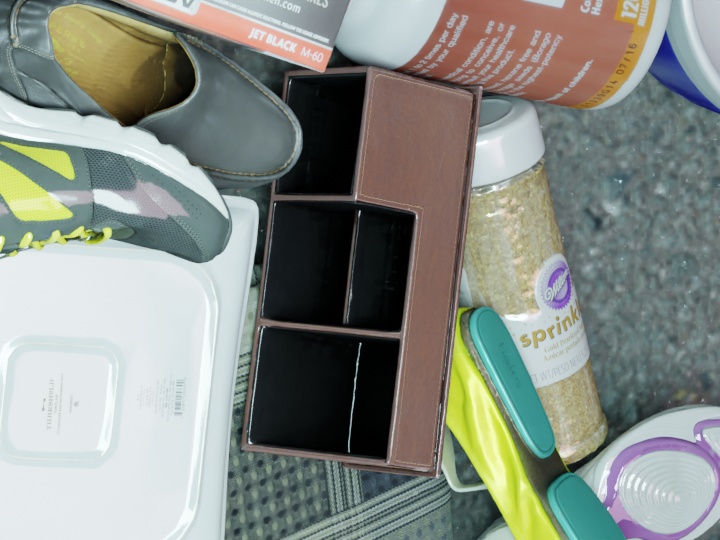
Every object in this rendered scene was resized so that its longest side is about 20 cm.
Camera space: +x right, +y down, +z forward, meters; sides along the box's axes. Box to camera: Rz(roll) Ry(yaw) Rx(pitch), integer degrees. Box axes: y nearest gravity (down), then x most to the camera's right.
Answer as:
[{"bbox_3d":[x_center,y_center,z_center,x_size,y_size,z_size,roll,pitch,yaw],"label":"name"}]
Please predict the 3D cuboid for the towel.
[{"bbox_3d":[-0.031,0.086,1.458,0.200,0.035,0.193,-20,110,-43],"label":"towel"}]

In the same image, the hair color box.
[{"bbox_3d":[-0.095,-0.151,1.293,0.111,0.200,0.064,18,93,-30],"label":"hair color box"}]

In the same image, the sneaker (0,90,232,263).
[{"bbox_3d":[-0.158,-0.032,1.260,0.200,0.074,0.085,19,70,-12],"label":"sneaker"}]

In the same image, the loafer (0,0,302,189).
[{"bbox_3d":[-0.098,-0.082,1.299,0.200,0.072,0.073,17,83,-40],"label":"loafer"}]

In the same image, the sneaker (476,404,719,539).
[{"bbox_3d":[0.122,0.135,1.540,0.200,0.100,0.075,-35,107,-10],"label":"sneaker"}]

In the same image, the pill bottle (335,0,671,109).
[{"bbox_3d":[0.050,-0.151,1.419,0.200,0.112,0.112,8,99,-29],"label":"pill bottle"}]

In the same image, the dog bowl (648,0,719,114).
[{"bbox_3d":[0.238,-0.177,1.530,0.200,0.079,0.200,-7,107,-26],"label":"dog bowl"}]

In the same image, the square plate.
[{"bbox_3d":[-0.146,0.058,1.316,0.198,0.028,0.200,4,96,-23],"label":"square plate"}]

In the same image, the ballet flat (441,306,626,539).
[{"bbox_3d":[0.083,0.114,1.462,0.067,0.067,0.200,-31,84,25],"label":"ballet flat"}]

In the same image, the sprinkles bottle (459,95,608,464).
[{"bbox_3d":[0.082,0.008,1.505,0.068,0.068,0.200,-23,113,-20],"label":"sprinkles bottle"}]

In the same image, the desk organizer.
[{"bbox_3d":[0.000,0.000,1.403,0.077,0.072,0.200,10,85,-42],"label":"desk organizer"}]
